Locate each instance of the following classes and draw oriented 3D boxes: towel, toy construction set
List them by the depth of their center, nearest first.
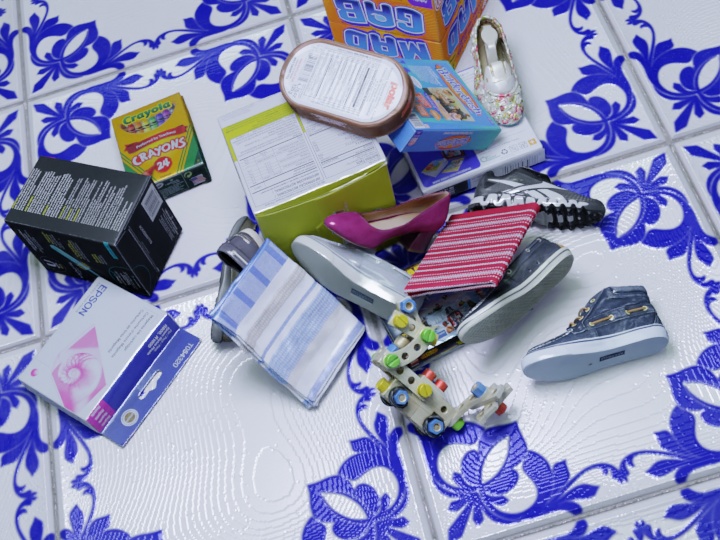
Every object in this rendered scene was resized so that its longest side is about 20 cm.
[{"bbox_3d":[0.096,0.141,1.422,0.200,0.092,0.131,38,76,3],"label":"toy construction set"},{"bbox_3d":[0.156,-0.029,1.482,0.144,0.023,0.200,-8,30,33],"label":"towel"},{"bbox_3d":[-0.096,0.073,1.488,0.147,0.200,0.024,-54,20,-21],"label":"towel"}]

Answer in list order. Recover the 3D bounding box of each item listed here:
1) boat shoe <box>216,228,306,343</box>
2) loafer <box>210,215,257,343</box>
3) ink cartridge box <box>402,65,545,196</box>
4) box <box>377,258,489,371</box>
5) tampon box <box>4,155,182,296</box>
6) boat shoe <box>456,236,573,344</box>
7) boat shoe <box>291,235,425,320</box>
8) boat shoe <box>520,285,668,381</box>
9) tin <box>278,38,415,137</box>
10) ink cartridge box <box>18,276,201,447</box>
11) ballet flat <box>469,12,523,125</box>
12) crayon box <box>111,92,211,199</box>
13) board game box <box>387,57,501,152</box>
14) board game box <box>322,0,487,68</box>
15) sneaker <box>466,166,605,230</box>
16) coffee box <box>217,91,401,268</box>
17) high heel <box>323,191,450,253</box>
[{"bbox_3d":[-0.139,0.042,1.521,0.063,0.072,0.201,-28,93,-39],"label":"boat shoe"},{"bbox_3d":[-0.174,0.016,1.600,0.069,0.075,0.201,11,69,-7],"label":"loafer"},{"bbox_3d":[0.155,-0.216,1.673,0.197,0.043,0.201,-21,57,-2],"label":"ink cartridge box"},{"bbox_3d":[0.124,0.040,1.526,0.199,0.040,0.137,-27,56,-4],"label":"box"},{"bbox_3d":[-0.403,-0.069,1.648,0.199,0.150,0.127,13,63,19],"label":"tampon box"},{"bbox_3d":[0.199,0.026,1.453,0.200,0.075,0.062,-39,59,-16],"label":"boat shoe"},{"bbox_3d":[0.001,0.000,1.504,0.200,0.070,0.072,31,58,7],"label":"boat shoe"},{"bbox_3d":[0.302,0.083,1.446,0.199,0.071,0.091,-12,56,-3],"label":"boat shoe"},{"bbox_3d":[-0.021,-0.252,1.486,0.199,0.042,0.113,19,86,22],"label":"tin"},{"bbox_3d":[-0.367,0.128,1.585,0.199,0.043,0.197,23,66,26],"label":"ink cartridge box"},{"bbox_3d":[0.204,-0.313,1.663,0.075,0.064,0.201,-13,57,0],"label":"ballet flat"},{"bbox_3d":[-0.332,-0.210,1.778,0.126,0.051,0.201,-23,56,-1],"label":"crayon box"},{"bbox_3d":[0.093,-0.241,1.567,0.199,0.045,0.153,-8,56,-45],"label":"board game box"},{"bbox_3d":[0.074,-0.458,1.748,0.199,0.200,0.201,16,64,21],"label":"board game box"},{"bbox_3d":[0.257,-0.112,1.573,0.198,0.067,0.091,4,62,18],"label":"sneaker"},{"bbox_3d":[-0.069,-0.131,1.580,0.199,0.200,0.199,-22,56,-3],"label":"coffee box"},{"bbox_3d":[0.038,-0.082,1.498,0.067,0.199,0.097,42,115,38],"label":"high heel"}]
